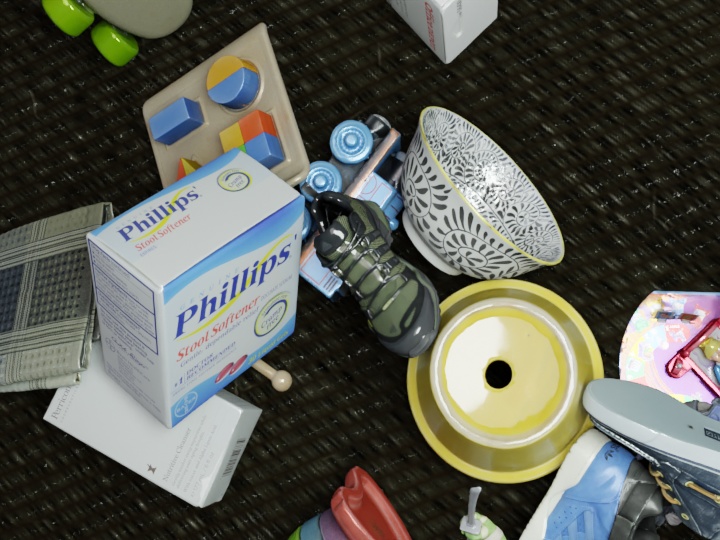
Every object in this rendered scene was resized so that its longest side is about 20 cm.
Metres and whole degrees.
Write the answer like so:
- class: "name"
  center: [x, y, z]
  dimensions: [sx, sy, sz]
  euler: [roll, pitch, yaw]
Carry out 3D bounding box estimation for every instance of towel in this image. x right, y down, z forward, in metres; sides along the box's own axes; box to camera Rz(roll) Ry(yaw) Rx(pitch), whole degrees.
- class: "towel"
  center: [-0.344, 0.034, 1.034]
  dimensions: [0.198, 0.034, 0.195]
  euler: [-12, 64, 32]

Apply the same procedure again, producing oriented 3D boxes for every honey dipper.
- class: "honey dipper"
  center: [-0.157, 0.069, 1.043]
  dimensions: [0.199, 0.038, 0.038]
  euler: [32, 87, 9]

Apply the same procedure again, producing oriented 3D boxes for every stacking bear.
- class: "stacking bear"
  center: [-0.050, 0.311, 0.951]
  dimensions: [0.199, 0.121, 0.114]
  euler: [-41, 86, 10]

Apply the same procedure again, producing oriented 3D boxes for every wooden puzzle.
- class: "wooden puzzle"
  center: [-0.157, -0.147, 1.029]
  dimensions: [0.184, 0.046, 0.203]
  euler: [-27, 67, 25]

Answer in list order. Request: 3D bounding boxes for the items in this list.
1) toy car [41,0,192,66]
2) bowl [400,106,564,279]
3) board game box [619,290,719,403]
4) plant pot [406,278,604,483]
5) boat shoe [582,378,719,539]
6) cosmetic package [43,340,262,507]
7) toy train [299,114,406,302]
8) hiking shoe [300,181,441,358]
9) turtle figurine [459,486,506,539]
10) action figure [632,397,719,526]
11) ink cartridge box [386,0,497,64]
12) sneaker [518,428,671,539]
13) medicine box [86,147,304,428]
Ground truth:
- class: "toy car"
  center: [-0.282, -0.371, 1.083]
  dimensions: [0.163, 0.157, 0.201]
  euler: [-36, 66, 12]
- class: "bowl"
  center: [0.103, -0.059, 0.961]
  dimensions: [0.094, 0.200, 0.202]
  euler: [-42, 76, 27]
- class: "board game box"
  center: [0.360, 0.099, 0.948]
  dimensions: [0.197, 0.039, 0.161]
  euler: [2, 81, 10]
- class: "plant pot"
  center: [0.135, 0.102, 0.910]
  dimensions: [0.197, 0.189, 0.204]
  euler: [-2, 81, 10]
- class: "boat shoe"
  center: [0.276, 0.171, 0.826]
  dimensions: [0.198, 0.071, 0.092]
  euler: [23, 119, 9]
- class: "cosmetic package"
  center: [-0.219, 0.153, 1.014]
  dimensions: [0.198, 0.081, 0.114]
  euler: [24, 87, 11]
- class: "toy train"
  center: [-0.015, -0.067, 1.018]
  dimensions: [0.114, 0.087, 0.201]
  euler: [38, 86, 4]
- class: "hiking shoe"
  center: [0.000, 0.000, 0.885]
  dimensions: [0.076, 0.100, 0.201]
  euler: [-50, 45, 21]
- class: "turtle figurine"
  center: [0.086, 0.293, 0.839]
  dimensions: [0.193, 0.199, 0.145]
  euler: [-37, 61, 27]
- class: "action figure"
  center: [0.331, 0.205, 0.920]
  dimensions: [0.193, 0.104, 0.201]
  euler: [41, 126, 11]
- class: "ink cartridge box"
  center: [0.054, -0.339, 1.015]
  dimensions: [0.084, 0.146, 0.200]
  euler: [-41, 78, -1]
- class: "sneaker"
  center: [0.216, 0.262, 0.897]
  dimensions: [0.111, 0.076, 0.202]
  euler: [33, 107, 29]
- class: "medicine box"
  center: [-0.154, 0.017, 0.925]
  dimensions: [0.102, 0.202, 0.182]
  euler: [35, 51, 23]
